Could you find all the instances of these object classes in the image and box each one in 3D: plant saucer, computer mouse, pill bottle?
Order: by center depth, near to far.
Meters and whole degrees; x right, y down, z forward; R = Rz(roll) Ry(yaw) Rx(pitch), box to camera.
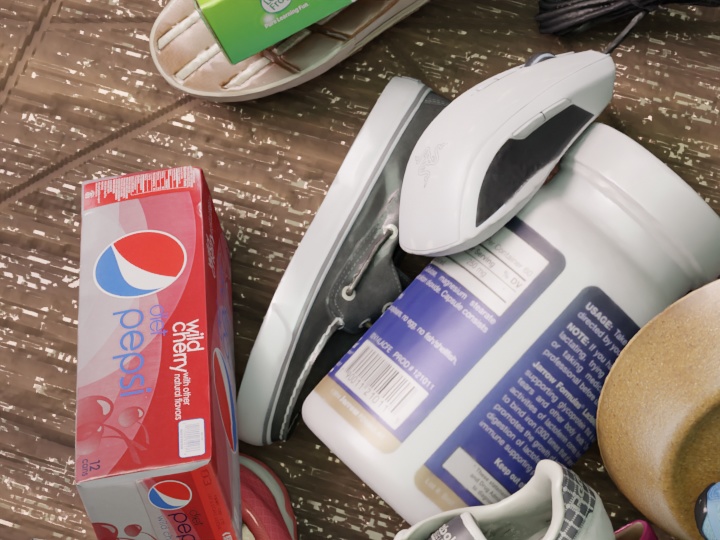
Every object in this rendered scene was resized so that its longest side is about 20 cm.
[{"bbox_3d":[0.206,0.079,0.980,0.200,0.200,0.035,-2,42,6],"label":"plant saucer"},{"bbox_3d":[0.082,-0.084,1.034,0.200,0.110,0.044,-48,118,-27],"label":"computer mouse"},{"bbox_3d":[0.077,0.033,1.034,0.116,0.116,0.200,43,88,11],"label":"pill bottle"}]

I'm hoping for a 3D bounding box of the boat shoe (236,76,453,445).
[{"bbox_3d":[0.000,0.000,1.073,0.057,0.069,0.200,25,82,9],"label":"boat shoe"}]

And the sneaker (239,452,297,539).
[{"bbox_3d":[-0.049,0.182,1.038,0.074,0.087,0.200,-22,79,3],"label":"sneaker"}]

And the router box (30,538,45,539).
[{"bbox_3d":[-0.156,0.237,0.959,0.062,0.200,0.150,11,123,18],"label":"router box"}]

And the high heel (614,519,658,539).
[{"bbox_3d":[0.054,0.182,0.998,0.200,0.067,0.096,-21,122,-25],"label":"high heel"}]

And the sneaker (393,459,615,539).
[{"bbox_3d":[0.021,0.154,0.963,0.200,0.081,0.076,-32,40,-1],"label":"sneaker"}]

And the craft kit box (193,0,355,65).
[{"bbox_3d":[-0.011,-0.215,1.073,0.200,0.049,0.198,-27,43,2],"label":"craft kit box"}]

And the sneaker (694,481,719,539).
[{"bbox_3d":[0.211,0.153,0.989,0.090,0.200,0.078,-8,38,32],"label":"sneaker"}]

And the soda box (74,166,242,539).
[{"bbox_3d":[-0.094,0.042,1.024,0.063,0.070,0.200,-10,44,4],"label":"soda box"}]

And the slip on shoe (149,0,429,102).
[{"bbox_3d":[-0.012,-0.147,1.102,0.200,0.061,0.076,-34,87,3],"label":"slip on shoe"}]
